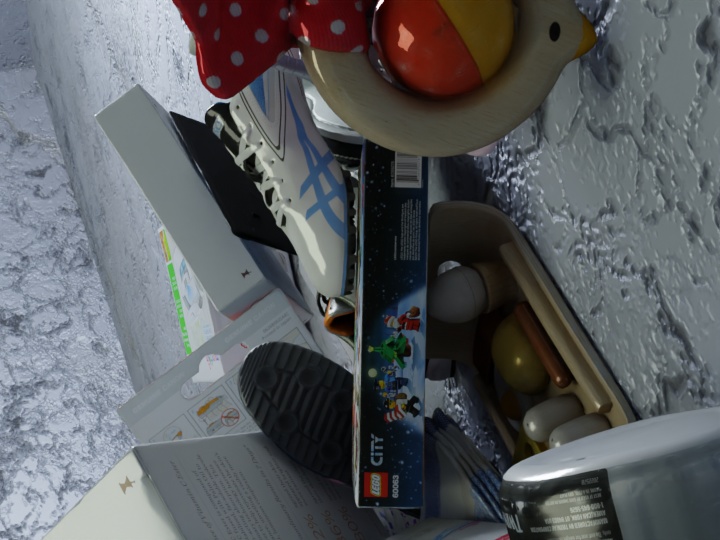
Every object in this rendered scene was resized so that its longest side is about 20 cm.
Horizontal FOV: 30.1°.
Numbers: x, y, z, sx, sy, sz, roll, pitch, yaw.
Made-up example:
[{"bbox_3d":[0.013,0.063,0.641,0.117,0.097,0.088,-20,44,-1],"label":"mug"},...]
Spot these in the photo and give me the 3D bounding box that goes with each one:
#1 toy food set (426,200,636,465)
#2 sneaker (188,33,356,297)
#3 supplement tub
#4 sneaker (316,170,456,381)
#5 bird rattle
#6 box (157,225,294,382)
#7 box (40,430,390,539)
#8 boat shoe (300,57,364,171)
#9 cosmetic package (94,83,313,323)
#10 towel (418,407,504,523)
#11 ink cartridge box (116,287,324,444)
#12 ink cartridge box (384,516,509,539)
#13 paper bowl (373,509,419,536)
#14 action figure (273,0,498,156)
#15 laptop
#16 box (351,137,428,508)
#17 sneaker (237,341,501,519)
[{"bbox_3d":[0.082,0.076,0.766,0.144,0.060,0.201,95,155,-48],"label":"toy food set"},{"bbox_3d":[-0.052,-0.071,0.821,0.072,0.072,0.201,111,141,-65],"label":"sneaker"},{"bbox_3d":[0.138,0.164,0.544,0.122,0.122,0.201,155,100,-73],"label":"supplement tub"},{"bbox_3d":[0.000,0.000,0.947,0.074,0.079,0.201,91,159,-47],"label":"sneaker"},{"bbox_3d":[0.021,-0.127,0.600,0.163,0.200,0.113,54,167,-11],"label":"bird rattle"},{"bbox_3d":[-0.131,0.022,1.376,0.200,0.096,0.178,166,92,-73],"label":"box"},{"bbox_3d":[-0.073,0.192,0.829,0.106,0.200,0.153,-44,67,23],"label":"box"},{"bbox_3d":[-0.010,-0.101,0.917,0.200,0.075,0.061,-133,24,-62],"label":"boat shoe"},{"bbox_3d":[-0.126,-0.042,1.106,0.201,0.052,0.151,56,-179,18],"label":"cosmetic package"},{"bbox_3d":[0.089,0.191,0.765,0.200,0.024,0.148,52,155,40],"label":"towel"},{"bbox_3d":[-0.084,0.131,1.078,0.201,0.162,0.050,57,170,-24],"label":"ink cartridge box"},{"bbox_3d":[0.065,0.210,0.685,0.148,0.085,0.200,65,163,0],"label":"ink cartridge box"},{"bbox_3d":[0.024,0.223,1.007,0.201,0.104,0.202,166,90,-73],"label":"paper bowl"},{"bbox_3d":[0.020,-0.158,0.772,0.200,0.148,0.135,-100,33,-78],"label":"action figure"},{"bbox_3d":[-0.071,-0.013,1.105,0.188,0.115,0.201,-122,24,-48],"label":"laptop"},{"bbox_3d":[0.016,0.032,0.787,0.137,0.037,0.202,116,156,-85],"label":"box"},{"bbox_3d":[-0.001,0.113,0.893,0.199,0.070,0.082,35,171,-12],"label":"sneaker"}]
